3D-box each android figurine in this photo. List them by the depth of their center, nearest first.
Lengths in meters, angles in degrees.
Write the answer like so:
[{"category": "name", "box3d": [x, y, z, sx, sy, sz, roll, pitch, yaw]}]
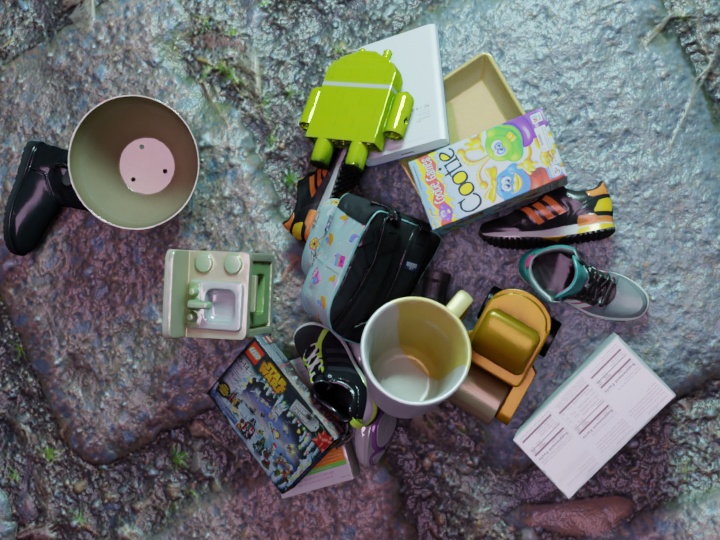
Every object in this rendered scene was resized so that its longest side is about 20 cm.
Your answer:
[{"category": "android figurine", "box3d": [-0.007, -0.242, 1.345, 0.180, 0.041, 0.203, 8, 72, 29]}]

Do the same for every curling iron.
[{"category": "curling iron", "box3d": [-0.102, 0.234, 1.396, 0.197, 0.026, 0.050, 8, 79, 23]}]

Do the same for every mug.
[{"category": "mug", "box3d": [0.085, 0.130, 1.263, 0.184, 0.154, 0.151, -15, 68, -11]}]

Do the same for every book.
[{"category": "book", "box3d": [-0.092, 0.243, 1.428, 0.132, 0.048, 0.203, -18, 84, 15]}]

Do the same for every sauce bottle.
[{"category": "sauce bottle", "box3d": [0.096, 0.099, 1.374, 0.065, 0.066, 0.203, 10, 92, 13]}]

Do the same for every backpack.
[{"category": "backpack", "box3d": [0.000, 0.000, 1.337, 0.152, 0.175, 0.203, 23, 95, 42]}]

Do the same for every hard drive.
[{"category": "hard drive", "box3d": [0.062, -0.263, 1.360, 0.130, 0.025, 0.203, -13, 64, 21]}]

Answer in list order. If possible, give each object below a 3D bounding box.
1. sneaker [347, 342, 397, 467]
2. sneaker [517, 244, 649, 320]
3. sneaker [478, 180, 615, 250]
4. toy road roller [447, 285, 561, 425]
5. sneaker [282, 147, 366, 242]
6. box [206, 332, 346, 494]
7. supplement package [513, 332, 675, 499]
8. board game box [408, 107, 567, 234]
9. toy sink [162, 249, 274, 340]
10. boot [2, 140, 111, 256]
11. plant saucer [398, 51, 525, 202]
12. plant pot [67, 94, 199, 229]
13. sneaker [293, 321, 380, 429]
[{"category": "sneaker", "box3d": [0.003, 0.200, 1.403, 0.098, 0.074, 0.204, 1, 92, 36]}, {"category": "sneaker", "box3d": [0.318, 0.018, 1.293, 0.197, 0.121, 0.085, 19, 94, 12]}, {"category": "sneaker", "box3d": [0.272, -0.085, 1.338, 0.197, 0.070, 0.092, -4, 77, 11]}, {"category": "toy road roller", "box3d": [0.198, 0.122, 1.307, 0.122, 0.146, 0.202, 29, 96, 12]}, {"category": "sneaker", "box3d": [-0.058, -0.141, 1.404, 0.089, 0.070, 0.203, 22, 89, 28]}, {"category": "box", "box3d": [-0.130, 0.216, 1.374, 0.200, 0.040, 0.137, 49, 114, 16]}, {"category": "supplement package", "box3d": [0.326, 0.198, 1.271, 0.200, 0.156, 0.111, -46, 78, 9]}, {"category": "board game box", "box3d": [0.183, -0.138, 1.286, 0.197, 0.105, 0.104, -22, 84, 11]}, {"category": "toy sink", "box3d": [-0.207, 0.036, 1.377, 0.110, 0.200, 0.133, 2, 89, 13]}, {"category": "boot", "box3d": [-0.496, -0.112, 1.509, 0.166, 0.076, 0.203, 11, 86, 17]}, {"category": "plant saucer", "box3d": [0.159, -0.191, 1.371, 0.198, 0.048, 0.202, -31, 83, 10]}, {"category": "plant pot", "box3d": [-0.349, -0.168, 1.436, 0.197, 0.134, 0.204, 0, 94, -6]}, {"category": "sneaker", "box3d": [-0.045, 0.150, 1.339, 0.200, 0.082, 0.072, 47, 115, 29]}]
